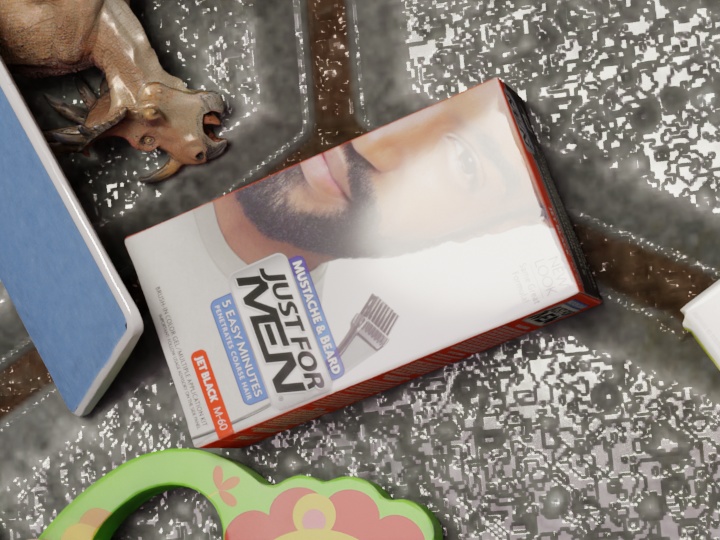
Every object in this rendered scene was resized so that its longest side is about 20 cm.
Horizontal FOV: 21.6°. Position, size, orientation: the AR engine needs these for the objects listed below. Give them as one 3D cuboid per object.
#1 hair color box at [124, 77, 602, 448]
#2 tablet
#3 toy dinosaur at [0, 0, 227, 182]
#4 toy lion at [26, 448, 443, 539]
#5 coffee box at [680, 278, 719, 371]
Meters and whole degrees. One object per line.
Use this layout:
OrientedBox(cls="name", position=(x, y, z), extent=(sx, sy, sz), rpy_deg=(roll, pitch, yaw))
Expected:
OrientedBox(cls="hair color box", position=(0.000, 0.000, 0.903), extent=(0.200, 0.064, 0.111), rpy_deg=(-23, 79, 13))
OrientedBox(cls="tablet", position=(-0.169, -0.034, 0.940), extent=(0.014, 0.130, 0.200), rpy_deg=(-24, 76, -30))
OrientedBox(cls="toy dinosaur", position=(-0.165, -0.125, 0.958), extent=(0.200, 0.086, 0.136), rpy_deg=(28, 126, 31))
OrientedBox(cls="toy lion", position=(-0.050, 0.165, 0.912), extent=(0.192, 0.069, 0.200), rpy_deg=(-41, 75, 3))
OrientedBox(cls="coffee box", position=(0.273, 0.042, 0.744), extent=(0.198, 0.200, 0.200), rpy_deg=(-38, 76, 11))
